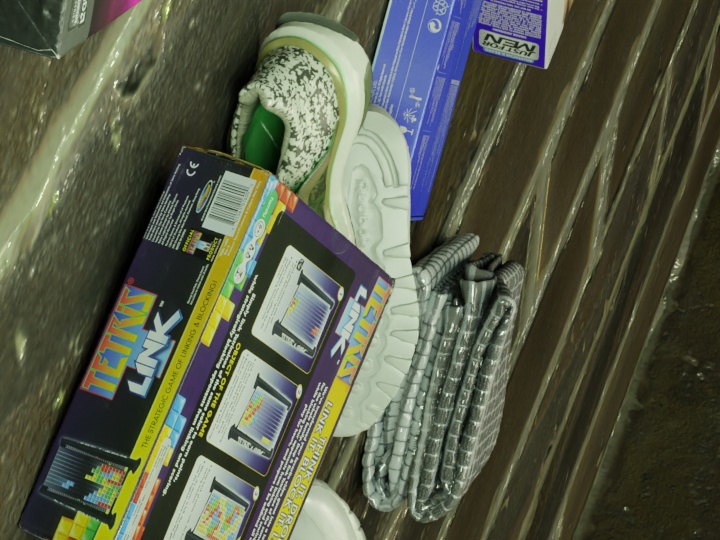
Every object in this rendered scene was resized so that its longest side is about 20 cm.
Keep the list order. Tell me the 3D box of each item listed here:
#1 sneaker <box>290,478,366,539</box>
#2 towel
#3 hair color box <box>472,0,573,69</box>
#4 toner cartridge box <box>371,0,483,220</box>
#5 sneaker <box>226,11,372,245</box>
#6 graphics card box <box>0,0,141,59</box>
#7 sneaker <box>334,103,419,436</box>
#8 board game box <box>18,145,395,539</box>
[{"bbox_3d":[-0.049,0.208,1.592,0.087,0.074,0.200,-48,152,-55],"label":"sneaker"},{"bbox_3d":[0.071,0.082,2.079,0.166,0.085,0.200,-34,138,-74],"label":"towel"},{"bbox_3d":[0.124,-0.249,1.936,0.200,0.065,0.109,89,20,-59],"label":"hair color box"},{"bbox_3d":[0.038,-0.133,1.735,0.095,0.043,0.200,-7,113,-79],"label":"toner cartridge box"},{"bbox_3d":[-0.051,-0.033,1.424,0.089,0.077,0.200,-36,137,-51],"label":"sneaker"},{"bbox_3d":[-0.093,-0.170,1.049,0.200,0.051,0.126,-47,151,-64],"label":"graphics card box"},{"bbox_3d":[0.000,0.000,1.634,0.081,0.076,0.200,-93,-169,-83],"label":"sneaker"},{"bbox_3d":[-0.070,0.062,1.326,0.200,0.057,0.165,-67,153,-10],"label":"board game box"}]
